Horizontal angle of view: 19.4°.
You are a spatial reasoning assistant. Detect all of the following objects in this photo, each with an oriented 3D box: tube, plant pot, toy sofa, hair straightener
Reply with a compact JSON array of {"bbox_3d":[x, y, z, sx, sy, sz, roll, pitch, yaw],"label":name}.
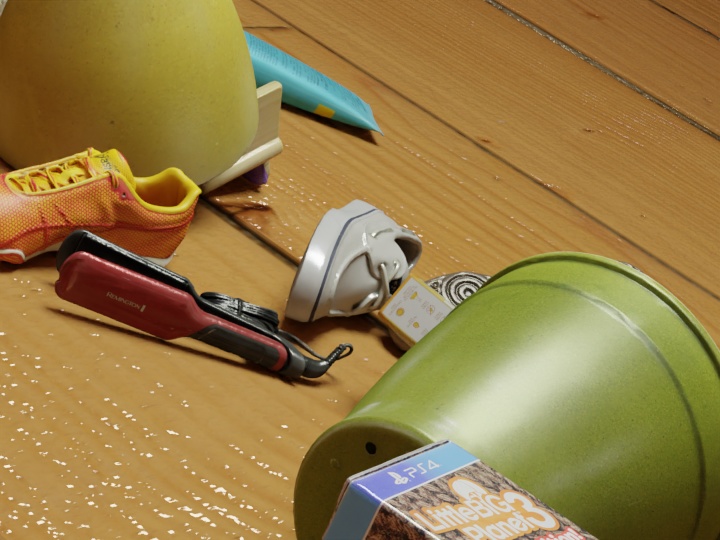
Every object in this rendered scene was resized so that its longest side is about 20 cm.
[{"bbox_3d":[-0.071,-0.170,1.830,0.199,0.050,0.078,23,24,-20],"label":"tube"},{"bbox_3d":[-0.166,-0.167,1.462,0.199,0.142,0.200,4,41,-4],"label":"plant pot"},{"bbox_3d":[-0.155,-0.132,1.607,0.083,0.098,0.200,-29,53,-36],"label":"toy sofa"},{"bbox_3d":[0.070,0.110,1.110,0.200,0.201,0.193,35,34,26],"label":"plant pot"},{"bbox_3d":[-0.097,0.019,1.327,0.199,0.041,0.077,18,21,-17],"label":"hair straightener"}]

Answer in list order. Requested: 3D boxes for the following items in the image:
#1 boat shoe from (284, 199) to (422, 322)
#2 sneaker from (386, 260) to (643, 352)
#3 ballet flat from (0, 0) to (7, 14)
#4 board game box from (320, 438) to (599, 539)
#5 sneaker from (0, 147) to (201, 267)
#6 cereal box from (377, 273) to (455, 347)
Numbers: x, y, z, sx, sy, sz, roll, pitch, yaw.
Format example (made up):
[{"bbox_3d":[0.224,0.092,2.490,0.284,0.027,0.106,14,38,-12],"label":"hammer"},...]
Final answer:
[{"bbox_3d":[0.000,0.000,1.454,0.066,0.072,0.200,22,11,7],"label":"boat shoe"},{"bbox_3d":[0.110,0.045,1.479,0.199,0.076,0.071,-6,56,-18],"label":"sneaker"},{"bbox_3d":[-0.215,-0.206,1.719,0.199,0.064,0.076,20,31,-14],"label":"ballet flat"},{"bbox_3d":[0.062,0.197,0.894,0.200,0.160,0.097,33,21,22],"label":"board game box"},{"bbox_3d":[-0.191,-0.047,1.336,0.200,0.077,0.073,0,33,-46],"label":"sneaker"},{"bbox_3d":[0.112,0.092,1.307,0.200,0.040,0.144,39,-3,35],"label":"cereal box"}]
